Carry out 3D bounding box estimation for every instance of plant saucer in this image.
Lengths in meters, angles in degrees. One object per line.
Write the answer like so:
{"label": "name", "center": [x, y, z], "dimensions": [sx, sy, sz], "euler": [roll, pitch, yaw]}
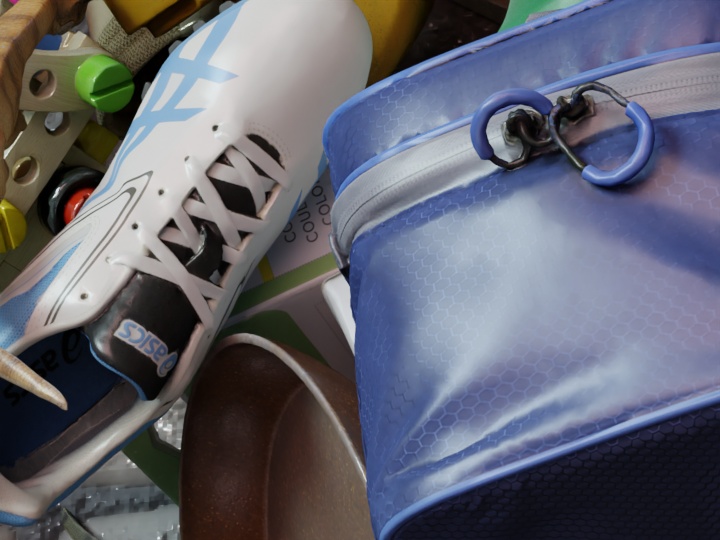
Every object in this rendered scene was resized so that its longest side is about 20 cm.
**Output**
{"label": "plant saucer", "center": [-0.006, 0.116, 0.747], "dimensions": [0.034, 0.201, 0.201], "euler": [-9, 57, -22]}

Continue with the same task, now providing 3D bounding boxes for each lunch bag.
{"label": "lunch bag", "center": [0.073, 0.013, 0.603], "dimensions": [0.135, 0.200, 0.133], "euler": [-19, 58, 15]}

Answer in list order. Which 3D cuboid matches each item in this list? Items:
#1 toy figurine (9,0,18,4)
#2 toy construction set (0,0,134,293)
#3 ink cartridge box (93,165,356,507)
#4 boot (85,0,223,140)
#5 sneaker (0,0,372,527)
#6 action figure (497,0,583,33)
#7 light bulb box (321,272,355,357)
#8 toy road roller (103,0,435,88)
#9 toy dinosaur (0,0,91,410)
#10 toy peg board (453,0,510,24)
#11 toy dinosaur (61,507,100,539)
{"label": "toy figurine", "center": [-0.188, -0.124, 0.949], "dimensions": [0.149, 0.200, 0.185], "euler": [-10, 78, -27]}
{"label": "toy construction set", "center": [-0.158, -0.032, 0.842], "dimensions": [0.200, 0.131, 0.092], "euler": [-47, 41, 9]}
{"label": "ink cartridge box", "center": [0.000, 0.000, 0.833], "dimensions": [0.199, 0.104, 0.060], "euler": [-26, 59, 6]}
{"label": "boot", "center": [-0.038, -0.154, 0.918], "dimensions": [0.199, 0.073, 0.156], "euler": [-31, 55, 23]}
{"label": "sneaker", "center": [-0.059, -0.003, 0.747], "dimensions": [0.200, 0.072, 0.072], "euler": [-52, 35, -1]}
{"label": "action figure", "center": [0.109, -0.132, 0.785], "dimensions": [0.117, 0.055, 0.201], "euler": [-5, 48, 28]}
{"label": "light bulb box", "center": [0.124, 0.059, 0.750], "dimensions": [0.199, 0.125, 0.199], "euler": [-27, 59, 3]}
{"label": "toy road roller", "center": [-0.003, -0.144, 0.806], "dimensions": [0.199, 0.123, 0.146], "euler": [-33, 99, 15]}
{"label": "toy dinosaur", "center": [-0.127, -0.025, 0.729], "dimensions": [0.106, 0.060, 0.201], "euler": [-33, 34, 33]}
{"label": "toy peg board", "center": [0.120, -0.180, 0.885], "dimensions": [0.198, 0.098, 0.201], "euler": [29, 77, 28]}
{"label": "toy dinosaur", "center": [-0.063, 0.136, 0.795], "dimensions": [0.047, 0.200, 0.089], "euler": [-6, 96, -20]}
